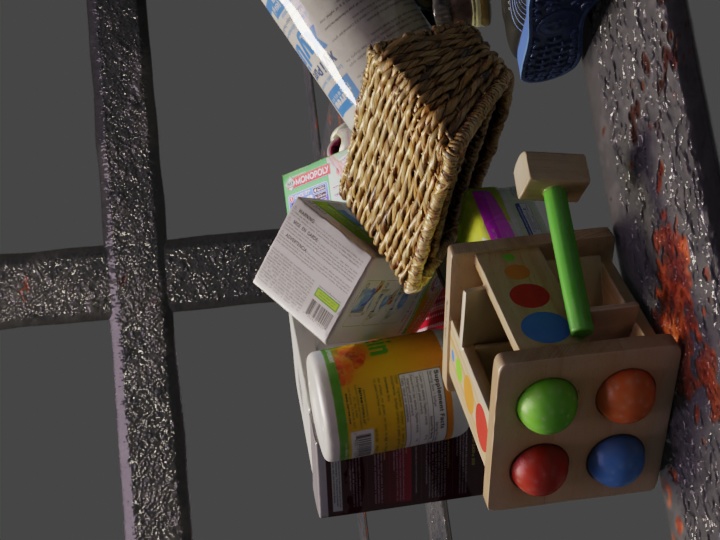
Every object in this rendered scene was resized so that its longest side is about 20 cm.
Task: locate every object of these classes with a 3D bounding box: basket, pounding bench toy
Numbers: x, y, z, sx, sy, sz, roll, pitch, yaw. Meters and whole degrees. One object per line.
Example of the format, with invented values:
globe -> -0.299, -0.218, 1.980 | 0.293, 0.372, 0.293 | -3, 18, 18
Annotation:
basket -> 0.082, -0.103, 1.059 | 0.150, 0.141, 0.202 | 55, 149, 32
pounding bench toy -> 0.134, 0.040, 0.781 | 0.157, 0.122, 0.203 | -107, 14, -55

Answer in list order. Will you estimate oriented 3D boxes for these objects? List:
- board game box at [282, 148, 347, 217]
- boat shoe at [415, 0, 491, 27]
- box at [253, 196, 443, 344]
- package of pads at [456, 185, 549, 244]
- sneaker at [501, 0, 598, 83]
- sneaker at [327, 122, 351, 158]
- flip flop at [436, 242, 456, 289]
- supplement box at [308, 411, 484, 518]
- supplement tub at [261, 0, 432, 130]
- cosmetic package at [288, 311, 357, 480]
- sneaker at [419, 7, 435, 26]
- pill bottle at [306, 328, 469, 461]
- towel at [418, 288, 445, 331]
board game box -> -0.011, -0.074, 1.371 | 0.198, 0.029, 0.137 | -17, 75, 42
boat shoe -> 0.081, -0.293, 1.160 | 0.202, 0.065, 0.073 | -107, 11, -59
box -> 0.000, 0.000, 1.204 | 0.112, 0.199, 0.102 | 38, 107, 25
package of pads -> 0.129, 0.042, 1.034 | 0.156, 0.067, 0.203 | -105, 13, -51
sneaker -> 0.134, -0.211, 0.810 | 0.200, 0.069, 0.079 | 102, 154, -70
sneaker -> -0.002, -0.150, 1.478 | 0.200, 0.086, 0.083 | 107, 155, -71
flip flop -> 0.097, -0.068, 1.194 | 0.058, 0.080, 0.204 | -40, 60, 60
supplement box -> 0.044, 0.207, 1.303 | 0.061, 0.196, 0.111 | -109, 16, -60
supplement tub -> -0.001, -0.244, 1.183 | 0.201, 0.131, 0.132 | 55, 170, 2
cosmetic package -> 0.023, 0.136, 1.415 | 0.201, 0.196, 0.125 | -105, 10, -53
sneaker -> 0.072, -0.210, 1.266 | 0.082, 0.072, 0.203 | 91, 171, -68
pill bottle -> 0.050, 0.122, 1.177 | 0.111, 0.196, 0.113 | 170, 90, -81
towel -> 0.060, 0.000, 1.325 | 0.143, 0.022, 0.204 | -16, 66, 45
